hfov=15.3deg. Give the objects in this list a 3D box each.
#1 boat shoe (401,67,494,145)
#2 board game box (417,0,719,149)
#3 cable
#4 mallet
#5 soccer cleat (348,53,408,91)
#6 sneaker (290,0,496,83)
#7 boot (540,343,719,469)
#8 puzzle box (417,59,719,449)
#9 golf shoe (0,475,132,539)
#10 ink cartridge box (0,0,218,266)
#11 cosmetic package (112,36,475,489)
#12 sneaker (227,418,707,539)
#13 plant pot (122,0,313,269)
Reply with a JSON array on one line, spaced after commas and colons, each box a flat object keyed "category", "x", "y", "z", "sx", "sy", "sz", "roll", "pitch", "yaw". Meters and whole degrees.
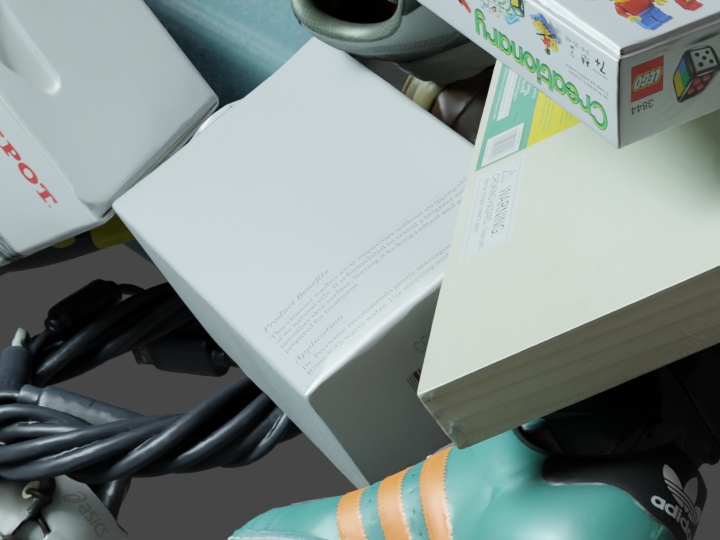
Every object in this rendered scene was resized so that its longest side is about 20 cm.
[{"category": "boat shoe", "x": 0.112, "y": -0.092, "z": 1.062, "sx": 0.199, "sy": 0.072, "sz": 0.068, "roll": -35, "pitch": 54, "yaw": 1}, {"category": "board game box", "x": 0.121, "y": -0.110, "z": 0.830, "sx": 0.199, "sy": 0.035, "sz": 0.126, "roll": -22, "pitch": 40, "yaw": -24}, {"category": "cable", "x": -0.094, "y": 0.042, "z": 1.113, "sx": 0.162, "sy": 0.051, "sz": 0.199, "roll": -19, "pitch": 19, "yaw": -33}, {"category": "mallet", "x": -0.111, "y": -0.028, "z": 1.179, "sx": 0.041, "sy": 0.066, "sz": 0.199, "roll": -14, "pitch": 9, "yaw": -43}, {"category": "soccer cleat", "x": 0.033, "y": -0.124, "z": 1.224, "sx": 0.069, "sy": 0.085, "sz": 0.200, "roll": -53, "pitch": 22, "yaw": -22}, {"category": "sneaker", "x": 0.052, "y": -0.119, "z": 0.967, "sx": 0.200, "sy": 0.079, "sz": 0.075, "roll": -27, "pitch": 69, "yaw": 47}, {"category": "boot", "x": 0.130, "y": -0.022, "z": 0.870, "sx": 0.197, "sy": 0.073, "sz": 0.163, "roll": -18, "pitch": 34, "yaw": 36}, {"category": "puzzle box", "x": 0.092, "y": -0.036, "z": 0.835, "sx": 0.132, "sy": 0.025, "sz": 0.201, "roll": -25, "pitch": 27, "yaw": 26}, {"category": "golf shoe", "x": -0.151, "y": 0.121, "z": 1.104, "sx": 0.094, "sy": 0.078, "sz": 0.200, "roll": -25, "pitch": 24, "yaw": 31}, {"category": "ink cartridge box", "x": -0.170, "y": -0.080, "z": 1.128, "sx": 0.084, "sy": 0.146, "sz": 0.200, "roll": -46, "pitch": 15, "yaw": -30}, {"category": "cosmetic package", "x": 0.000, "y": 0.000, "z": 0.990, "sx": 0.113, "sy": 0.081, "sz": 0.200, "roll": -38, "pitch": 31, "yaw": -5}, {"category": "sneaker", "x": 0.033, "y": 0.090, "z": 0.850, "sx": 0.199, "sy": 0.072, "sz": 0.080, "roll": -4, "pitch": 39, "yaw": 53}, {"category": "plant pot", "x": -0.099, "y": -0.151, "z": 1.223, "sx": 0.197, "sy": 0.199, "sz": 0.197, "roll": -64, "pitch": 4, "yaw": -34}]
